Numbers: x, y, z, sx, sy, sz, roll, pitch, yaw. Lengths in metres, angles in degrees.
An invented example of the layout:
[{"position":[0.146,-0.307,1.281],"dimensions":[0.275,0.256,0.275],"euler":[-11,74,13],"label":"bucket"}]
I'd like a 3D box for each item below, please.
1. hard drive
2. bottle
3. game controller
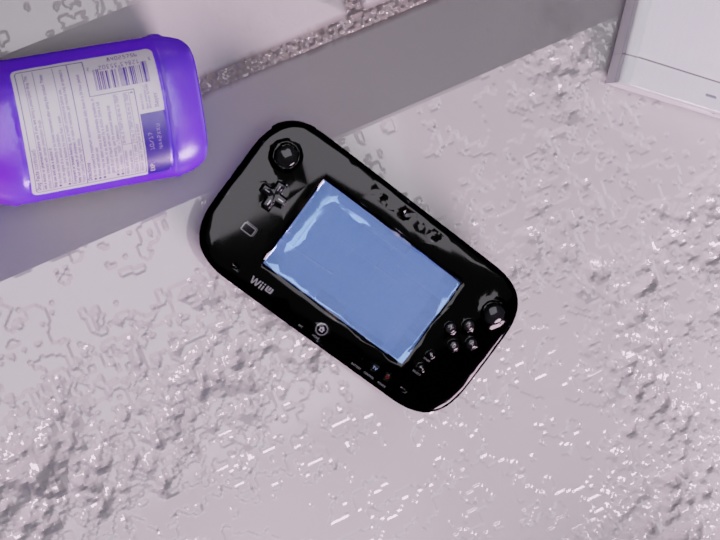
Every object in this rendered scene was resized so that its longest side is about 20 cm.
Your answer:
[{"position":[0.243,-0.201,1.123],"dimensions":[0.131,0.027,0.202],"euler":[14,90,-18],"label":"hard drive"},{"position":[-0.189,-0.079,0.980],"dimensions":[0.198,0.065,0.084],"euler":[-12,101,-16],"label":"bottle"},{"position":[0.000,0.000,1.059],"dimensions":[0.200,0.042,0.105],"euler":[36,84,-16],"label":"game controller"}]
